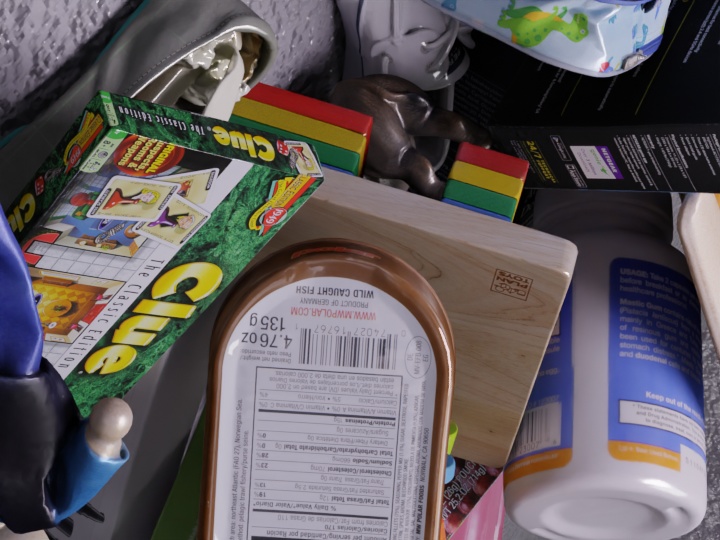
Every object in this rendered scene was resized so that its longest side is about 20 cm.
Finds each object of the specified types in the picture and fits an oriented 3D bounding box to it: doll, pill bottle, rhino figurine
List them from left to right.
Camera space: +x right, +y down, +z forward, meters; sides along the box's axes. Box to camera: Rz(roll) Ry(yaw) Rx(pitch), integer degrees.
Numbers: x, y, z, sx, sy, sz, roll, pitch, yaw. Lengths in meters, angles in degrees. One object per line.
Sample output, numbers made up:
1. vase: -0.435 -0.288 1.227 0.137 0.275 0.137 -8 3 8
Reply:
1. doll: -0.152 0.044 0.618 0.049 0.136 0.201 -65 152 -53
2. rhino figurine: -0.002 -0.037 0.920 0.060 0.087 0.200 -51 177 -36
3. pill bottle: 0.139 0.046 0.946 0.112 0.112 0.201 84 10 -63

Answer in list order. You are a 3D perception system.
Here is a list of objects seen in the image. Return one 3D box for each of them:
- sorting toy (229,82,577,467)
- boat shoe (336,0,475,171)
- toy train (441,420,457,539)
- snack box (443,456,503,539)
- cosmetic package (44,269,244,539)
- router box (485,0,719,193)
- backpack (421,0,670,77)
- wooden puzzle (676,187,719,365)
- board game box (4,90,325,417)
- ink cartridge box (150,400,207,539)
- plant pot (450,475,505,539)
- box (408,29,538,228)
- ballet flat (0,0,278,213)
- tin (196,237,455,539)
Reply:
1. sorting toy: 0.000 0.000 0.841 0.199 0.199 0.070 99 9 -57
2. boat shoe: 0.031 -0.128 0.897 0.074 0.065 0.200 -48 160 -22
3. toy train: 0.026 0.124 0.864 0.200 0.084 0.116 -43 140 -74
4. snack box: 0.033 0.063 1.049 0.200 0.169 0.068 -46 173 -29
5. cosmetic package: -0.119 0.051 0.782 0.051 0.082 0.200 -34 151 -51
6. router box: 0.172 -0.127 0.834 0.051 0.149 0.200 53 56 -36
7. backpack: 0.094 -0.185 0.761 0.200 0.183 0.147 -29 144 -54
8. wooden puzzle: 0.200 -0.033 0.913 0.200 0.046 0.186 -90 160 -50
9. board game box: -0.112 0.011 0.665 0.105 0.024 0.200 7 137 -44
10. ink cartridge box: -0.069 0.154 0.878 0.200 0.076 0.148 111 0 -75
11. plant pot: 0.026 0.152 1.192 0.200 0.199 0.180 39 69 -72
12. box: 0.100 -0.128 1.011 0.148 0.107 0.200 -42 156 -37
13. ballet flat: -0.108 -0.043 0.681 0.200 0.064 0.067 -50 161 -19
14. tin: -0.017 0.087 0.736 0.042 0.112 0.201 -73 167 -78
